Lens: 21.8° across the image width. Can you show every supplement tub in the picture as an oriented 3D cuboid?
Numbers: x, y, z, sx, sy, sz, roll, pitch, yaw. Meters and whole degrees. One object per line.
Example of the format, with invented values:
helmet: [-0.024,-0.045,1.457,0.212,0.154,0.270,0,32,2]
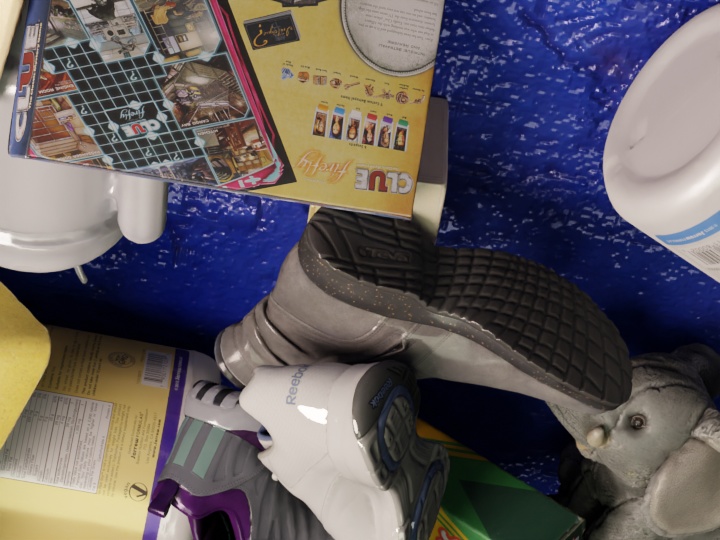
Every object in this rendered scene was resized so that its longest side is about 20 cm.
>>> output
supplement tub: [0.236,-0.037,0.959,0.200,0.132,0.132,31,128,-24]
supplement tub: [-0.192,0.104,1.107,0.200,0.145,0.146,10,133,-6]

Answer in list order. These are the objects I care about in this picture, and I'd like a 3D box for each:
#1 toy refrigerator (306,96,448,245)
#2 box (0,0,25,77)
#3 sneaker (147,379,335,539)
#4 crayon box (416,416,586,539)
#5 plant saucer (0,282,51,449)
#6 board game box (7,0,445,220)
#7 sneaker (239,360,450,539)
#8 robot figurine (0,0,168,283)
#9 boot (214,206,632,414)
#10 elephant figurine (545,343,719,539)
toy refrigerator: [0.000,0.000,1.046,0.070,0.076,0.200,7,133,-3]
box: [-0.211,-0.184,0.819,0.163,0.021,0.200,21,116,-6]
sneaker: [-0.057,0.145,1.062,0.074,0.088,0.200,12,153,39]
crayon box: [0.039,0.155,1.132,0.200,0.051,0.127,29,141,31]
plant saucer: [-0.275,0.065,1.004,0.048,0.200,0.200,14,111,-51]
board game box: [-0.059,-0.104,0.889,0.200,0.035,0.136,9,91,-28]
sneaker: [-0.006,0.103,1.000,0.087,0.075,0.200,11,146,21]
robot figurine: [-0.163,-0.080,0.955,0.170,0.113,0.200,37,138,23]
boot: [0.033,0.044,1.000,0.200,0.070,0.132,26,136,-10]
elephant figurine: [0.176,0.104,1.094,0.141,0.155,0.200,33,135,26]
